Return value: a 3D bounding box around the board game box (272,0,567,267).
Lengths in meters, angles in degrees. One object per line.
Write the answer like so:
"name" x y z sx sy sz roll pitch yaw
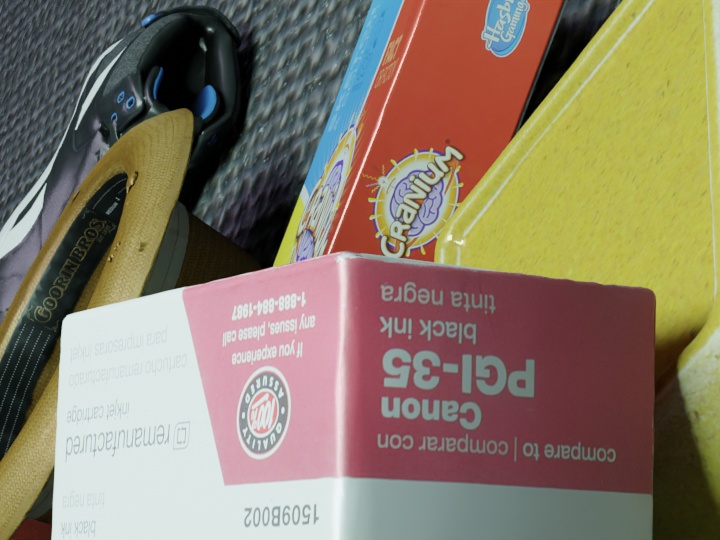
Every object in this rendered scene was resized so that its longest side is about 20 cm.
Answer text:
"board game box" 0.000 0.000 0.835 0.153 0.040 0.201 174 116 -82

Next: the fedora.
"fedora" -0.091 0.038 1.038 0.201 0.082 0.201 -54 18 27

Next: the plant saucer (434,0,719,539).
"plant saucer" 0.068 0.008 0.652 0.200 0.048 0.201 -53 24 42

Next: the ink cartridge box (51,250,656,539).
"ink cartridge box" -0.007 0.105 0.591 0.146 0.082 0.201 -12 74 58

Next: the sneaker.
"sneaker" -0.110 -0.031 1.188 0.112 0.073 0.201 -32 38 64

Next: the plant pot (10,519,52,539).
"plant pot" -0.232 0.173 1.150 0.200 0.199 0.177 -54 10 39
